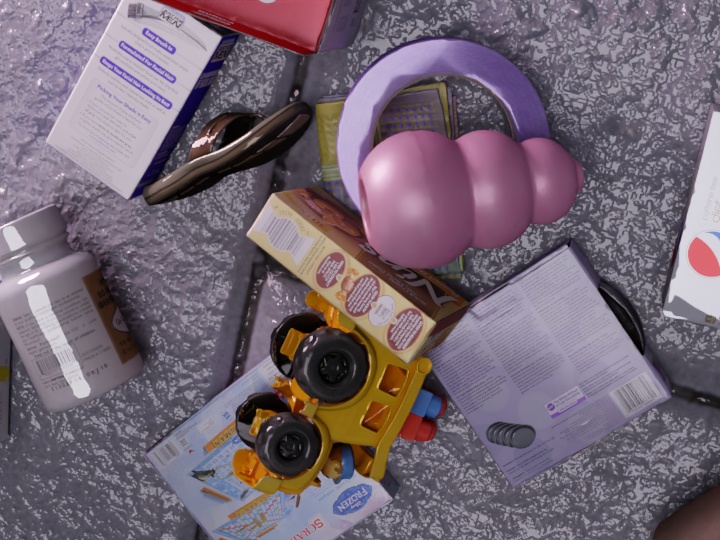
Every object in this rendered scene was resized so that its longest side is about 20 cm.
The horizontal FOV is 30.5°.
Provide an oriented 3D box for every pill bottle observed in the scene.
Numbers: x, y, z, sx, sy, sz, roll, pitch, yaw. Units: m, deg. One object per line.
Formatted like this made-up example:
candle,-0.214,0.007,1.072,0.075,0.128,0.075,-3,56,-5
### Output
pill bottle,-0.319,0.038,1.389,0.114,0.114,0.200,-22,97,17

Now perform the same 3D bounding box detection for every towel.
towel,0.030,-0.085,1.324,0.144,0.023,0.200,-2,102,13

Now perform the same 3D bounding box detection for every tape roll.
tape roll,0.077,-0.122,1.260,0.200,0.066,0.200,0,102,0

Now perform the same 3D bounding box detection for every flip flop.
flip flop,-0.140,-0.126,1.335,0.200,0.081,0.058,-25,82,23

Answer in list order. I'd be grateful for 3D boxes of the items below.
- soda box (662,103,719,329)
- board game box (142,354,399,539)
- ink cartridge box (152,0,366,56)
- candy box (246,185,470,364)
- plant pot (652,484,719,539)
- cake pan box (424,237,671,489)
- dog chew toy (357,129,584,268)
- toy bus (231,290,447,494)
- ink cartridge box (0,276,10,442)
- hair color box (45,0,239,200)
soda box,0.335,-0.051,1.235,0.064,0.068,0.200,13,105,10
board game box,-0.097,0.215,1.415,0.200,0.041,0.200,-37,92,18
ink cartridge box,-0.107,-0.274,1.232,0.200,0.176,0.084,21,107,7
candy box,0.000,0.000,1.268,0.200,0.115,0.055,39,109,12
plant pot,0.380,0.274,1.253,0.175,0.200,0.200,-27,96,35
cake pan box,0.184,0.091,1.315,0.200,0.052,0.184,-35,95,19
dog chew toy,0.101,-0.071,1.181,0.200,0.125,0.125,-10,101,-6
toy bus,-0.011,0.145,1.316,0.192,0.136,0.200,27,88,-20
ink cartridge box,-0.476,0.102,1.424,0.147,0.146,0.200,9,105,12
hair color box,-0.222,-0.185,1.340,0.109,0.065,0.200,35,110,4
